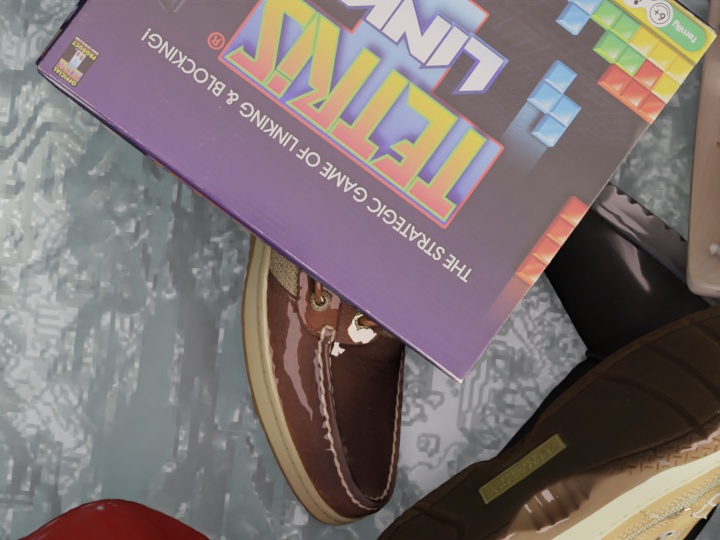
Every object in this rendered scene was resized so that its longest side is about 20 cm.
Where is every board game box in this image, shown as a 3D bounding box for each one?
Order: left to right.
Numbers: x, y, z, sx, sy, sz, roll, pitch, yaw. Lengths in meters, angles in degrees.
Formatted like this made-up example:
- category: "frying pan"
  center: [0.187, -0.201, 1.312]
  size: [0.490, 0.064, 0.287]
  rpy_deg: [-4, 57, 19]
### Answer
- category: "board game box"
  center: [0.005, -0.083, 1.127]
  size: [0.200, 0.057, 0.166]
  rpy_deg: [36, 89, -7]

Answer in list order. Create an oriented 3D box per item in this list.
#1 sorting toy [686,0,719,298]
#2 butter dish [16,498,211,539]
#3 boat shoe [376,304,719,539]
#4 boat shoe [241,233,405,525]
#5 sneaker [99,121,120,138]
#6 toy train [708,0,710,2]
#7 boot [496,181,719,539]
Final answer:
- category: "sorting toy"
  center: [0.225, -0.090, 1.157]
  size: [0.179, 0.107, 0.201]
  rpy_deg: [6, 108, 3]
- category: "butter dish"
  center: [-0.102, 0.162, 1.157]
  size: [0.199, 0.200, 0.148]
  rpy_deg: [-42, 51, 8]
- category: "boat shoe"
  center: [0.101, 0.086, 1.151]
  size: [0.200, 0.072, 0.076]
  rpy_deg: [-31, 125, 10]
- category: "boat shoe"
  center: [0.000, 0.000, 1.187]
  size: [0.072, 0.072, 0.201]
  rpy_deg: [-5, 87, 32]
- category: "sneaker"
  center: [-0.046, -0.142, 1.190]
  size: [0.078, 0.090, 0.201]
  rpy_deg: [23, 88, -2]
- category: "toy train"
  center: [0.226, -0.147, 1.230]
  size: [0.199, 0.042, 0.057]
  rpy_deg: [-12, 100, -2]
- category: "boot"
  center: [0.068, 0.067, 1.210]
  size: [0.165, 0.066, 0.200]
  rpy_deg: [38, 92, 0]
